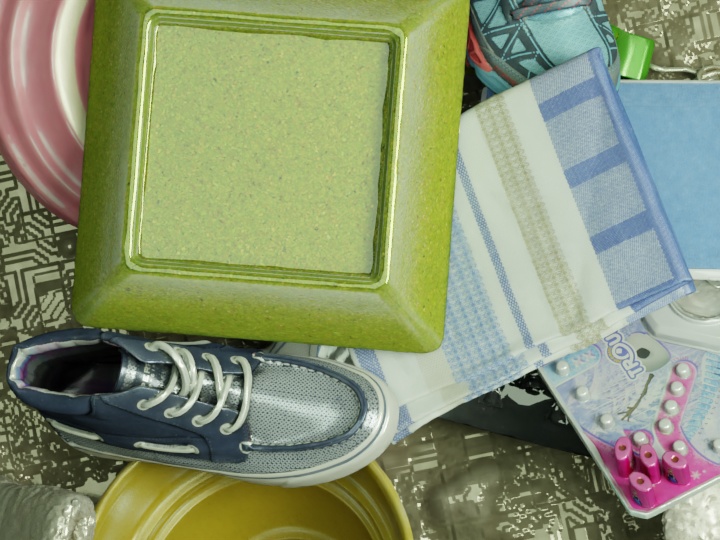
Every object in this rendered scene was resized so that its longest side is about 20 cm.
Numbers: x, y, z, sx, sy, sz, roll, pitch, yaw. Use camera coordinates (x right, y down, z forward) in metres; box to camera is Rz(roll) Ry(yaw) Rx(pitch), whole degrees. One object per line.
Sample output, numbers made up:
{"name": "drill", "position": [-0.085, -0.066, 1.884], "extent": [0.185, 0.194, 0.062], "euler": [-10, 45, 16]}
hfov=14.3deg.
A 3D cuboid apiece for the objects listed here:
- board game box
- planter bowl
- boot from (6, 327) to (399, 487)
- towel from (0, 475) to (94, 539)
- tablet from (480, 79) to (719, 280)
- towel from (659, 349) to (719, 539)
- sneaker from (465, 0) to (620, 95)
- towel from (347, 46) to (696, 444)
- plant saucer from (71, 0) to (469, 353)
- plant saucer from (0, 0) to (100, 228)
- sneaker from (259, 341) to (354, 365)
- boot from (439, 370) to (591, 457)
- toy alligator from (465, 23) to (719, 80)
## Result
{"name": "board game box", "position": [0.186, 0.010, 1.546], "extent": [0.200, 0.026, 0.200], "euler": [-26, 57, -8]}
{"name": "planter bowl", "position": [-0.053, 0.183, 1.573], "extent": [0.200, 0.083, 0.200], "euler": [-7, 68, 17]}
{"name": "boot", "position": [-0.086, 0.070, 1.527], "extent": [0.200, 0.090, 0.073], "euler": [-2, 71, 19]}
{"name": "towel", "position": [-0.198, 0.213, 1.568], "extent": [0.034, 0.133, 0.200], "euler": [15, 84, -34]}
{"name": "tablet", "position": [0.160, -0.050, 1.566], "extent": [0.200, 0.014, 0.130], "euler": [1, 58, 11]}
{"name": "towel", "position": [0.226, 0.140, 1.538], "extent": [0.133, 0.034, 0.200], "euler": [-2, 88, 6]}
{"name": "sneaker", "position": [0.084, -0.173, 1.557], "extent": [0.079, 0.096, 0.200], "euler": [-18, 62, -12]}
{"name": "towel", "position": [0.069, -0.012, 1.529], "extent": [0.200, 0.024, 0.147], "euler": [-28, 76, 24]}
{"name": "plant saucer", "position": [-0.049, -0.063, 1.508], "extent": [0.200, 0.048, 0.200], "euler": [4, 89, 2]}
{"name": "plant saucer", "position": [-0.112, -0.115, 1.585], "extent": [0.200, 0.051, 0.201], "euler": [-2, 93, -32]}
{"name": "sneaker", "position": [0.000, 0.000, 1.609], "extent": [0.087, 0.075, 0.200], "euler": [31, 86, 12]}
{"name": "boot", "position": [0.149, 0.027, 1.601], "extent": [0.200, 0.066, 0.165], "euler": [15, 83, 11]}
{"name": "toy alligator", "position": [0.121, -0.129, 1.619], "extent": [0.200, 0.054, 0.059], "euler": [15, 86, 6]}
